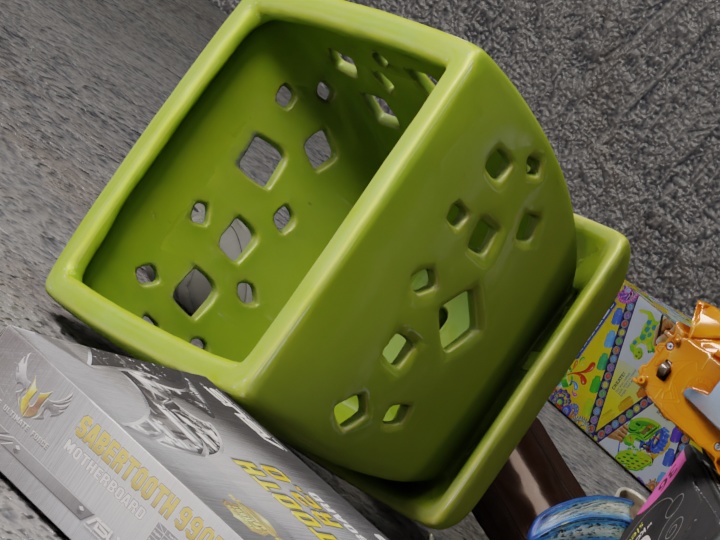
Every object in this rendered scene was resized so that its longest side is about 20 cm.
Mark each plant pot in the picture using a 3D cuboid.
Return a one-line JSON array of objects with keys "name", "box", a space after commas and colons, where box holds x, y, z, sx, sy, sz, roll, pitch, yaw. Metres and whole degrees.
[{"name": "plant pot", "box": [0.000, 0.000, 1.208, 0.181, 0.201, 0.199, 40, -10, -36]}]

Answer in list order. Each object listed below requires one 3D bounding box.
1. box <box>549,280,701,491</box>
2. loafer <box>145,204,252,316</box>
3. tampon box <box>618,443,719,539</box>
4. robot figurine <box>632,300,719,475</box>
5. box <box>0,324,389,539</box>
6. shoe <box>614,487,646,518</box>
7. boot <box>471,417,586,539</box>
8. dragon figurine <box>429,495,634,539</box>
[{"name": "box", "box": [0.287, 0.123, 2.097, 0.200, 0.122, 0.193, 27, 11, -46]}, {"name": "loafer", "box": [-0.090, 0.001, 1.428, 0.069, 0.070, 0.200, -1, 23, -15]}, {"name": "tampon box", "box": [0.180, 0.199, 1.027, 0.199, 0.150, 0.126, 35, 8, -6]}, {"name": "robot figurine", "box": [0.209, 0.094, 1.003, 0.200, 0.058, 0.145, 39, 11, 29]}, {"name": "box", "box": [-0.048, 0.107, 0.973, 0.200, 0.048, 0.158, 39, 8, 27]}, {"name": "shoe", "box": [0.151, 0.169, 1.457, 0.070, 0.054, 0.200, 35, 7, 0]}, {"name": "boot", "box": [0.130, 0.151, 1.290, 0.186, 0.064, 0.200, 21, 29, -56]}, {"name": "dragon figurine", "box": [0.110, 0.142, 1.121, 0.059, 0.199, 0.100, -126, -162, -62]}]
